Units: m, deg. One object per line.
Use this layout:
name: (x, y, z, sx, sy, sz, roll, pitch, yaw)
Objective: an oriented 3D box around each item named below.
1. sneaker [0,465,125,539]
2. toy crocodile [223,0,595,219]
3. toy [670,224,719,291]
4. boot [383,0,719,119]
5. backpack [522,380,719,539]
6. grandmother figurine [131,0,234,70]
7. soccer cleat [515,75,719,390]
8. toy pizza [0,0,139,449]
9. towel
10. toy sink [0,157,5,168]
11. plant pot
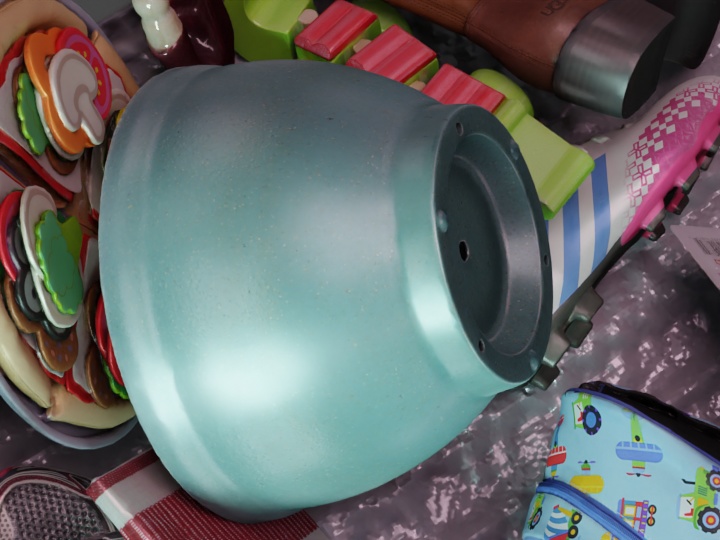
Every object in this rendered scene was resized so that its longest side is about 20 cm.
sneaker: (-0.082, 0.152, 1.030, 0.200, 0.075, 0.081, 39, 67, 3)
toy crocodile: (0.020, -0.084, 1.126, 0.200, 0.062, 0.068, 34, 65, 26)
toy: (0.225, 0.060, 1.115, 0.115, 0.047, 0.200, 4, 43, -37)
boot: (0.074, -0.152, 1.179, 0.200, 0.069, 0.188, 26, 40, 18)
backpack: (0.151, 0.143, 1.035, 0.200, 0.183, 0.135, 34, 84, 15)
grandmother figurine: (-0.083, -0.128, 1.099, 0.060, 0.121, 0.200, -14, 108, 18)
soccer cleat: (0.102, -0.035, 1.141, 0.086, 0.070, 0.200, 36, 65, 9)
toy pizza: (-0.119, -0.024, 1.029, 0.032, 0.200, 0.201, -8, 69, 22)
towel: (-0.024, 0.151, 1.017, 0.200, 0.144, 0.023, 47, 105, 6)
toy sink: (-0.223, -0.039, 1.046, 0.130, 0.112, 0.201, 0, 76, -13)
plant pot: (0.000, 0.000, 1.013, 0.134, 0.200, 0.201, -10, 68, 26)
